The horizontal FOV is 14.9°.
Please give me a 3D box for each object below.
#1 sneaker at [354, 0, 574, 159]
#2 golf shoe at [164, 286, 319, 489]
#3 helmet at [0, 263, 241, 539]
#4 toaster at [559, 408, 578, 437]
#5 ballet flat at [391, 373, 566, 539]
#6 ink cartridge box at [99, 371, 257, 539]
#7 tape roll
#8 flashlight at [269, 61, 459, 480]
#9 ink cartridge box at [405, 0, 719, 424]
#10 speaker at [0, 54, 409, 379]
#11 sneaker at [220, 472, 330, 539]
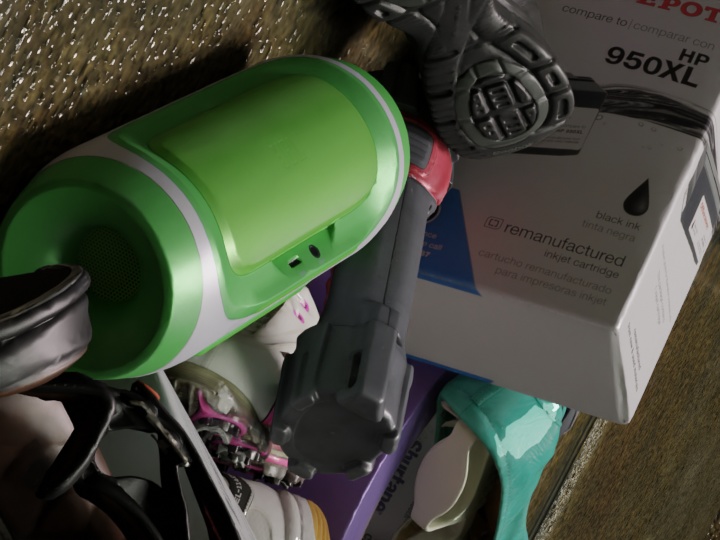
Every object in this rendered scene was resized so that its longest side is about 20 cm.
[{"bbox_3d":[0.030,-0.135,1.145,0.075,0.091,0.201,-18,139,3],"label":"sneaker"},{"bbox_3d":[-0.056,0.037,1.169,0.200,0.072,0.093,51,54,-80],"label":"golf shoe"},{"bbox_3d":[-0.136,0.106,0.802,0.190,0.200,0.201,-31,152,-23],"label":"helmet"},{"bbox_3d":[0.092,-0.009,1.468,0.130,0.113,0.200,-58,162,-28],"label":"toaster"},{"bbox_3d":[0.049,0.115,1.343,0.070,0.067,0.201,-22,144,-28],"label":"ballet flat"},{"bbox_3d":[-0.071,0.142,1.059,0.083,0.146,0.200,-25,147,-1],"label":"ink cartridge box"},{"bbox_3d":[-0.008,0.097,1.377,0.200,0.085,0.200,-53,162,-25],"label":"tape roll"},{"bbox_3d":[0.000,0.000,1.154,0.201,0.067,0.068,-78,154,-43],"label":"flashlight"},{"bbox_3d":[0.093,-0.048,1.283,0.084,0.144,0.201,77,35,-54],"label":"ink cartridge box"},{"bbox_3d":[-0.054,-0.024,1.030,0.200,0.088,0.089,-33,147,-60],"label":"speaker"},{"bbox_3d":[-0.103,0.160,1.236,0.200,0.087,0.076,-50,-147,21],"label":"sneaker"}]
